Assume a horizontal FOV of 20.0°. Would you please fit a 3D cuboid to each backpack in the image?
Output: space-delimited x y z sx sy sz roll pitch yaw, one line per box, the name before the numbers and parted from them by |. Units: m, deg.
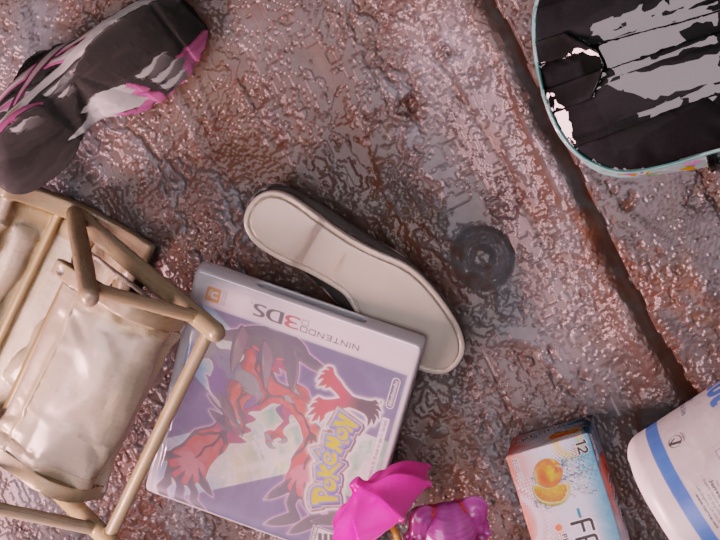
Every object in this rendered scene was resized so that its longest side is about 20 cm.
backpack | 0.218 -0.154 1.430 0.198 0.153 0.177 -16 93 2

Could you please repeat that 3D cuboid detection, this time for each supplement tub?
supplement tub | 0.305 0.126 1.468 0.199 0.132 0.132 -35 91 12

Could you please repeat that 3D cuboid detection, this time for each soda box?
soda box | 0.171 0.216 1.539 0.068 0.064 0.202 -16 96 11

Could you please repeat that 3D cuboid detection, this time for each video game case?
video game case | -0.060 0.111 1.561 0.181 0.023 0.201 19 115 7

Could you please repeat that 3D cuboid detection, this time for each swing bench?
swing bench | -0.228 0.070 1.540 0.129 0.200 0.200 18 106 -35

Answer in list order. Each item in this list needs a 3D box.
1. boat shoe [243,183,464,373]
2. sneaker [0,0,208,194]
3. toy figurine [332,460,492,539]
boat shoe | 0.000 0.000 1.548 0.199 0.057 0.067 37 106 -2
sneaker | -0.213 -0.151 1.547 0.199 0.086 0.081 -35 129 -7
toy figurine | 0.050 0.234 1.523 0.198 0.150 0.186 -4 100 -14
